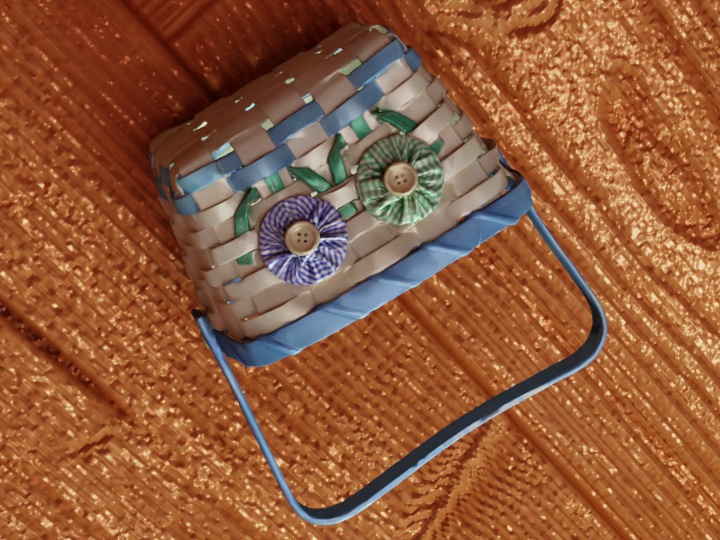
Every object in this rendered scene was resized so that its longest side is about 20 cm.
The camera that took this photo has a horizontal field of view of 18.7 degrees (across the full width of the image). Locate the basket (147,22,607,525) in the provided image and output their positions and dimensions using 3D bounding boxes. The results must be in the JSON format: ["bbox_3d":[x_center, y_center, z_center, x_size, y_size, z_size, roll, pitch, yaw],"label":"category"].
[{"bbox_3d":[0.000,0.000,1.022,0.176,0.139,0.200,-34,111,-6],"label":"basket"}]
